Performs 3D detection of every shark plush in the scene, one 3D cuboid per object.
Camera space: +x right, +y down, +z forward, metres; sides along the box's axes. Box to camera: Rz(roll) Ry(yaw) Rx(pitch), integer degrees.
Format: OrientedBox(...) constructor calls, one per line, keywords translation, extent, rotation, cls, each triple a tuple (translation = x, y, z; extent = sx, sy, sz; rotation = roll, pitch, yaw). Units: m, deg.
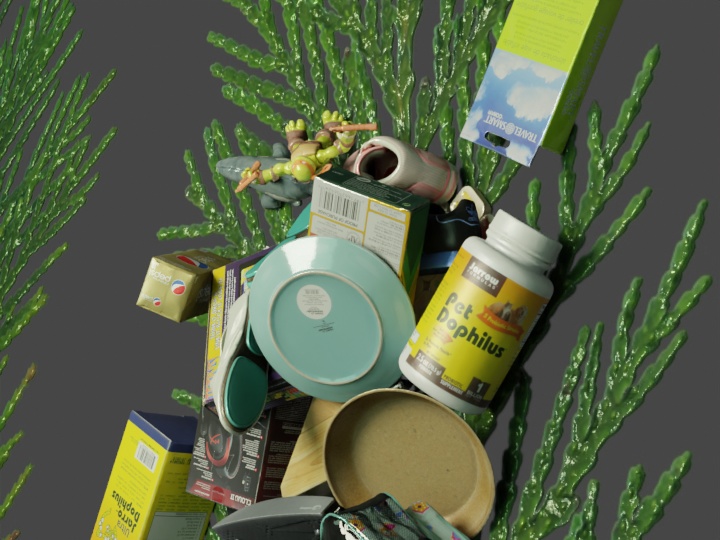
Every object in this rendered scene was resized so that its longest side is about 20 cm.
OrientedBox(translation=(-0.107, -0.111, 1.547), extent=(0.199, 0.083, 0.092), rotation=(34, 105, 45), cls="shark plush")

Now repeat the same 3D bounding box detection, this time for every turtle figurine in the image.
OrientedBox(translation=(-0.055, -0.148, 1.463), extent=(0.198, 0.065, 0.162), rotation=(-25, 21, 17), cls="turtle figurine")

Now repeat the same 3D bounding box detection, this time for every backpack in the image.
OrientedBox(translation=(0.051, 0.349, 1.208), extent=(0.200, 0.152, 0.178), rotation=(41, 128, 46), cls="backpack")

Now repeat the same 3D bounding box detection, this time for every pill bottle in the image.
OrientedBox(translation=(0.130, 0.042, 1.236), extent=(0.109, 0.109, 0.202), rotation=(36, 100, 44), cls="pill bottle")

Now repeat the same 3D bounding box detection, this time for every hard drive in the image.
OrientedBox(translation=(-0.071, 0.322, 1.381), extent=(0.199, 0.135, 0.042), rotation=(-18, 28, 43), cls="hard drive")

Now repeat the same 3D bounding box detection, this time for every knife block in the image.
OrientedBox(translation=(0.006, 0.211, 1.364), extent=(0.175, 0.063, 0.202), rotation=(28, 99, 48), cls="knife block")

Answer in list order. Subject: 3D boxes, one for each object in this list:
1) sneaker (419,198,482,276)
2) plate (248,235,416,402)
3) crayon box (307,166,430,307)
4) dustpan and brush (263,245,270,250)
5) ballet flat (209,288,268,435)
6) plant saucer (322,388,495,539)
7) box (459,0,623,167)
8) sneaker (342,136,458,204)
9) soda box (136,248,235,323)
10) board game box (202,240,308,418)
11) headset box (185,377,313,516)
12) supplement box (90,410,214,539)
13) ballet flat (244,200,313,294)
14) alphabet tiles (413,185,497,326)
OrientedBox(translation=(0.055, -0.034, 1.350), extent=(0.198, 0.070, 0.079), rotation=(-5, 81, 36), cls="sneaker")
OrientedBox(translation=(-0.036, 0.060, 1.295), extent=(0.197, 0.026, 0.203), rotation=(8, 115, 17), cls="plate")
OrientedBox(translation=(0.000, 0.000, 1.314), extent=(0.124, 0.051, 0.203), rotation=(21, 118, 25), cls="crayon box")
OrientedBox(translation=(-0.111, 0.061, 1.524), extent=(0.199, 0.057, 0.141), rotation=(33, 99, 40), cls="dustpan and brush")
OrientedBox(translation=(-0.140, 0.110, 1.360), extent=(0.069, 0.069, 0.202), rotation=(-30, 38, 38), cls="ballet flat")
OrientedBox(translation=(0.055, 0.211, 1.276), extent=(0.197, 0.035, 0.203), rotation=(9, 115, 20), cls="plant saucer")
OrientedBox(translation=(0.196, -0.220, 1.284), extent=(0.121, 0.047, 0.202), rotation=(31, 103, 46), cls="box")
OrientedBox(translation=(0.017, -0.124, 1.402), extent=(0.199, 0.104, 0.076), rotation=(13, 89, 53), cls="sneaker")
OrientedBox(translation=(-0.226, 0.018, 1.561), extent=(0.063, 0.200, 0.069), rotation=(22, 98, 9), cls="soda box")
OrientedBox(translation=(-0.110, 0.069, 1.445), extent=(0.164, 0.057, 0.202), rotation=(-21, 50, 26), cls="board game box")
OrientedBox(translation=(-0.143, 0.222, 1.510), extent=(0.147, 0.074, 0.203), rotation=(5, 84, 46), cls="headset box")
OrientedBox(translation=(-0.273, 0.307, 1.599), extent=(0.109, 0.108, 0.203), rotation=(25, 98, 46), cls="supplement box")
OrientedBox(translation=(-0.063, -0.022, 1.396), extent=(0.067, 0.071, 0.200), rotation=(-17, 25, 45), cls="ballet flat")
OrientedBox(translation=(0.092, 0.004, 1.363), extent=(0.201, 0.014, 0.197), rotation=(-52, 48, 25), cls="alphabet tiles")
